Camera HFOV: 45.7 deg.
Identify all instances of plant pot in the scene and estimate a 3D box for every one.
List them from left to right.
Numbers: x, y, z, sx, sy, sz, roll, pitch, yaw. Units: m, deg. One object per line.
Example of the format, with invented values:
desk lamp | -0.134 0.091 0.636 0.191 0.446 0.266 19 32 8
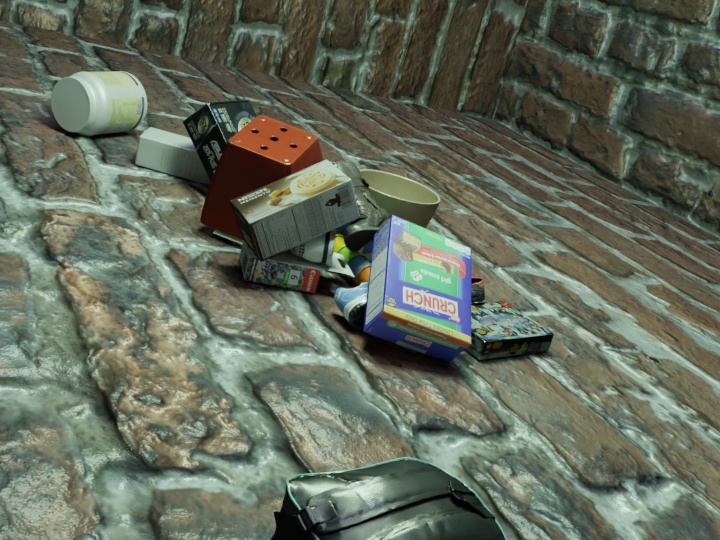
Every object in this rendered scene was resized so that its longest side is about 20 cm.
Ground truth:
plant pot | -0.175 -0.179 1.658 0.196 0.179 0.201 21 37 12

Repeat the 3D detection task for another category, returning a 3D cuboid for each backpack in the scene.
backpack | 0.031 0.270 0.795 0.197 0.156 0.175 -11 35 -35

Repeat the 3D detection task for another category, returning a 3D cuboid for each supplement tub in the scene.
supplement tub | -0.622 -0.400 2.041 0.143 0.148 0.199 23 21 19

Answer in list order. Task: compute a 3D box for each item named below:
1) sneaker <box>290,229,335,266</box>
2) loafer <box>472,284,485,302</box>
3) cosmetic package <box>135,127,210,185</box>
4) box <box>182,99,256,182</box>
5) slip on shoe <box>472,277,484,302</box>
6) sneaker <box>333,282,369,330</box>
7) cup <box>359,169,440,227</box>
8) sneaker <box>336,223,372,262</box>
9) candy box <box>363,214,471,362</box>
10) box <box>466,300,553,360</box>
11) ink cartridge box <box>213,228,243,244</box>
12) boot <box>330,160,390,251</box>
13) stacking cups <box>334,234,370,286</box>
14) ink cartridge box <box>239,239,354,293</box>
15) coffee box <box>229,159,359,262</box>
sneaker | -0.089 -0.074 1.589 0.078 0.078 0.201 5 20 -6
loafer | 0.148 0.013 1.646 0.196 0.074 0.073 14 9 17
cosmetic package | -0.406 -0.260 1.962 0.195 0.076 0.102 14 20 -3
box | -0.276 -0.265 1.890 0.163 0.085 0.203 -23 87 -61
slip on shoe | 0.160 0.014 1.720 0.196 0.062 0.074 20 22 12
sneaker | 0.038 0.048 1.503 0.197 0.077 0.077 -2 31 -45
cup | 0.061 -0.116 1.857 0.196 0.146 0.201 14 20 -5
sneaker | 0.020 -0.067 1.750 0.196 0.107 0.076 8 21 -21
candy box | 0.100 0.030 1.439 0.166 0.077 0.203 21 52 -19
box | 0.243 0.107 1.573 0.197 0.041 0.136 -2 26 -41
ink cartridge box | -0.189 -0.085 1.717 0.143 0.049 0.201 20 40 11
boot | -0.019 -0.134 1.660 0.176 0.069 0.199 56 25 7
stacking cups | 0.000 0.000 1.626 0.059 0.062 0.200 2 26 -36
ink cartridge box | -0.118 -0.006 1.561 0.196 0.051 0.109 12 20 -18
coffee box | -0.116 -0.108 1.510 0.197 0.081 0.114 -24 32 -15
